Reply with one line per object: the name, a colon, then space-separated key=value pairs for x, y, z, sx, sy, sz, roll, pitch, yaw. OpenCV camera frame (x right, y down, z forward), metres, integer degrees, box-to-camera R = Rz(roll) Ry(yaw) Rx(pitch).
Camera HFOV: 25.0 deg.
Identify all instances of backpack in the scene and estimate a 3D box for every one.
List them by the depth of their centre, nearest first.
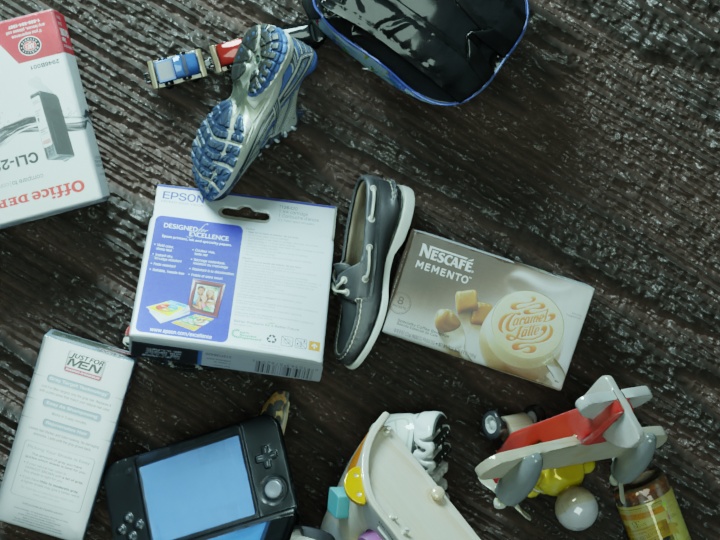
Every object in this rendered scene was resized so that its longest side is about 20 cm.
backpack: x=0.062 y=-0.273 z=1.640 sx=0.200 sy=0.147 sz=0.183 roll=39 pitch=91 yaw=-10

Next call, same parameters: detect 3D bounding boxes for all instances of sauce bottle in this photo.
sauce bottle: x=0.333 y=0.316 z=1.741 sx=0.066 sy=0.066 sz=0.201 roll=-23 pitch=94 yaw=0

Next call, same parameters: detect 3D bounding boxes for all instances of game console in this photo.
game console: x=-0.170 y=0.239 z=1.609 sx=0.199 sy=0.116 sz=0.177 roll=-18 pitch=68 yaw=9

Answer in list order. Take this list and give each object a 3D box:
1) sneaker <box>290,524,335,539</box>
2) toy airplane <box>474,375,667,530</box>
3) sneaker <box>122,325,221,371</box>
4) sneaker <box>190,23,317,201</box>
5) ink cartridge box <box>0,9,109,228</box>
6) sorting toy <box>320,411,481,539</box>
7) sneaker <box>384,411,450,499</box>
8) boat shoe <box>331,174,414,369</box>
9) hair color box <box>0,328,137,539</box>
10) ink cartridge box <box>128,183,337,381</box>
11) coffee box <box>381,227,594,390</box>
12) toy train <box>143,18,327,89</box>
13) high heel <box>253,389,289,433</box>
sneaker: x=-0.119 y=0.311 z=1.676 sx=0.198 sy=0.072 sz=0.084 roll=-8 pitch=73 yaw=12
toy airplane: x=0.219 y=0.191 z=1.650 sx=0.198 sy=0.199 sz=0.142 roll=-13 pitch=78 yaw=6
sneaker: x=-0.150 y=0.060 z=1.707 sx=0.198 sy=0.077 sz=0.086 roll=0 pitch=76 yaw=-7
sneaker: x=-0.103 y=-0.153 z=1.674 sx=0.085 sy=0.077 sz=0.201 roll=8 pitch=122 yaw=-43
ink cartridge box: x=-0.352 y=-0.150 z=1.664 sx=0.143 sy=0.084 sz=0.202 roll=-15 pitch=96 yaw=-2
sorting toy: x=0.023 y=0.284 z=1.676 sx=0.107 sy=0.180 sz=0.200 roll=-29 pitch=73 yaw=-39
sneaker: x=0.053 y=0.245 z=1.728 sx=0.080 sy=0.075 sz=0.202 roll=3 pitch=99 yaw=20
boat shoe: x=0.000 y=0.000 z=1.686 sx=0.060 sy=0.074 sz=0.202 roll=18 pitch=87 yaw=-26
hair color box: x=-0.309 y=0.173 z=1.704 sx=0.098 sy=0.061 sz=0.202 roll=17 pitch=94 yaw=-4
ink cartridge box: x=-0.128 y=0.011 z=1.674 sx=0.196 sy=0.047 sz=0.201 roll=8 pitch=50 yaw=-3
coffee box: x=0.130 y=0.038 z=1.702 sx=0.199 sy=0.080 sz=0.115 roll=19 pitch=94 yaw=-4
toy train: x=-0.130 y=-0.225 z=1.686 sx=0.198 sy=0.046 sz=0.034 roll=-15 pitch=95 yaw=-1
high heel: x=-0.167 y=0.192 z=1.704 sx=0.142 sy=0.071 sz=0.201 roll=26 pitch=102 yaw=-10
